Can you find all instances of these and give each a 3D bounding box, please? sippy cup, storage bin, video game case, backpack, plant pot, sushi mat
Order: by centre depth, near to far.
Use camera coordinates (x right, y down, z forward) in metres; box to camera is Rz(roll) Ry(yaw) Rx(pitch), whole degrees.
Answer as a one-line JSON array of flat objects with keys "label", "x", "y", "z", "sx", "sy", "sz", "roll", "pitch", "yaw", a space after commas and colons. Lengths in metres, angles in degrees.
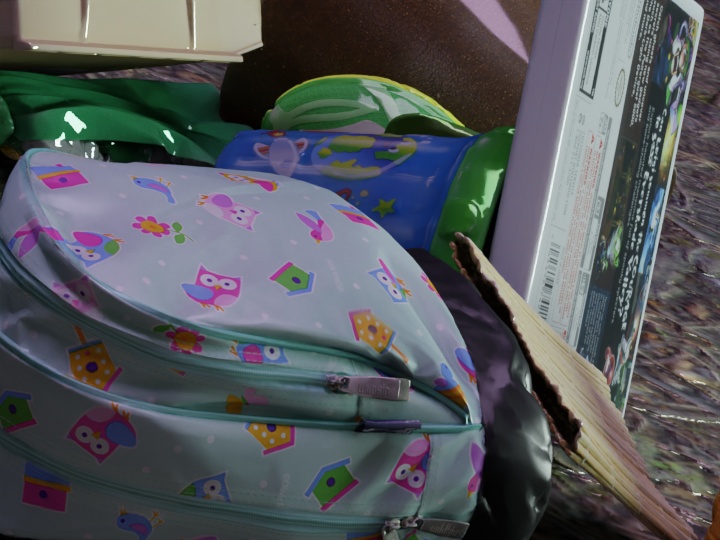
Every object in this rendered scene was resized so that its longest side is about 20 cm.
[{"label": "backpack", "x": -0.049, "y": 0.036, "z": 1.012, "sx": 0.199, "sy": 0.127, "sz": 0.167, "roll": 8, "pitch": 20, "yaw": -30}, {"label": "sushi mat", "x": 0.084, "y": 0.052, "z": 1.137, "sx": 0.096, "sy": 0.012, "sz": 0.200, "roll": 60, "pitch": 8, "yaw": 24}, {"label": "sippy cup", "x": 0.000, "y": 0.000, "z": 1.244, "sx": 0.130, "sy": 0.140, "sz": 0.178, "roll": 11, "pitch": 1, "yaw": 16}, {"label": "video game case", "x": 0.095, "y": -0.031, "z": 1.253, "sx": 0.023, "sy": 0.201, "sz": 0.182, "roll": 10, "pitch": -3, "yaw": 20}, {"label": "storage bin", "x": -0.178, "y": -0.143, "z": 1.462, "sx": 0.199, "sy": 0.094, "sz": 0.198, "roll": -3, "pitch": 0, "yaw": 33}, {"label": "plant pot", "x": 0.060, "y": -0.077, "z": 1.573, "sx": 0.200, "sy": 0.187, "sz": 0.187, "roll": 41, "pitch": 20, "yaw": 19}]

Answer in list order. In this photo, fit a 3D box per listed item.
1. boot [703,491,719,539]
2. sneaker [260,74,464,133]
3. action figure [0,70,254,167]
[{"label": "boot", "x": 0.230, "y": 0.127, "z": 1.157, "sx": 0.200, "sy": 0.071, "sz": 0.144, "roll": 18, "pitch": 12, "yaw": 5}, {"label": "sneaker", "x": 0.034, "y": -0.027, "z": 1.454, "sx": 0.200, "sy": 0.074, "sz": 0.084, "roll": 35, "pitch": 26, "yaw": 14}, {"label": "action figure", "x": -0.130, "y": -0.066, "z": 1.467, "sx": 0.118, "sy": 0.055, "sz": 0.200, "roll": 32, "pitch": 16, "yaw": 38}]
